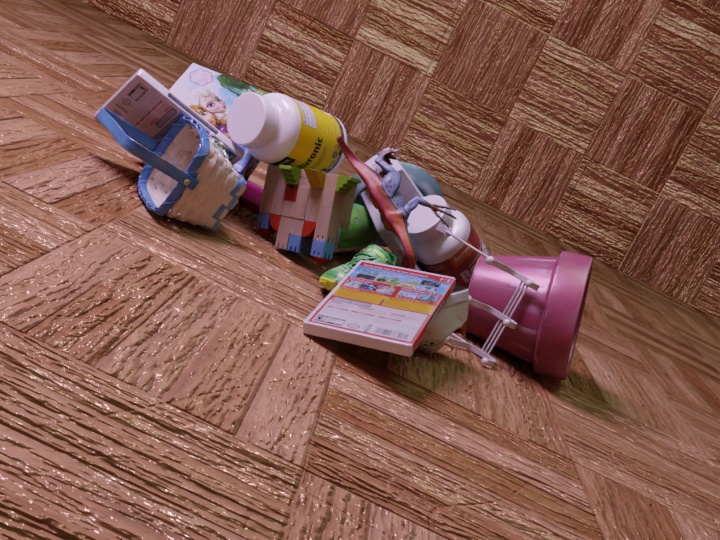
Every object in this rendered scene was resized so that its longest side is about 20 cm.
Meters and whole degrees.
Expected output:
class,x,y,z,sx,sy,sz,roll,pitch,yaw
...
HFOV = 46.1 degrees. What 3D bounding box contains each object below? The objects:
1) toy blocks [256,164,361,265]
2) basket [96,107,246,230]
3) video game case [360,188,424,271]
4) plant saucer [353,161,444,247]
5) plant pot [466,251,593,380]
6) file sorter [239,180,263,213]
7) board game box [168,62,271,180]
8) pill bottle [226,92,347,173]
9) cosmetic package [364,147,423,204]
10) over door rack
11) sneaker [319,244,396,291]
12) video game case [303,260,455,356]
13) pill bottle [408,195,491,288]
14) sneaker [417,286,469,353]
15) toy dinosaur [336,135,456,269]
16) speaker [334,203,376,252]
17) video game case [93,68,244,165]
class,x,y,z,sx,sy,sz,roll,pitch,yaw
toy blocks,-0.089,-0.086,1.321,0.198,0.138,0.099,13,2,38
basket,-0.276,-0.157,1.212,0.199,0.140,0.176,27,10,-38
video game case,0.071,-0.039,1.473,0.183,0.022,0.200,52,8,-24
plant saucer,0.062,-0.117,1.616,0.198,0.201,0.028,23,37,-15
plant pot,0.267,0.057,1.366,0.177,0.203,0.200,14,10,17
file sorter,-0.214,-0.207,1.539,0.199,0.126,0.139,29,13,11
board game box,-0.246,-0.250,1.437,0.198,0.041,0.201,22,51,6
pill bottle,-0.119,-0.221,1.365,0.111,0.112,0.199,35,14,33
cosmetic package,0.084,-0.113,1.526,0.201,0.074,0.102,53,8,-31
over door rack,0.155,0.034,1.301,0.199,0.149,0.066,35,11,31
sneaker,0.000,0.000,1.265,0.074,0.084,0.200,30,15,15
video game case,0.030,0.043,1.092,0.141,0.018,0.200,11,27,18
pill bottle,0.155,-0.032,1.463,0.200,0.112,0.112,50,-3,-37
sneaker,0.074,0.080,1.154,0.198,0.086,0.073,-11,13,-33
toy dinosaur,0.040,-0.089,1.313,0.198,0.105,0.183,13,53,-19
speaker,-0.040,-0.074,1.459,0.088,0.089,0.200,31,14,18
video game case,-0.296,-0.210,1.311,0.199,0.143,0.018,38,47,-27
